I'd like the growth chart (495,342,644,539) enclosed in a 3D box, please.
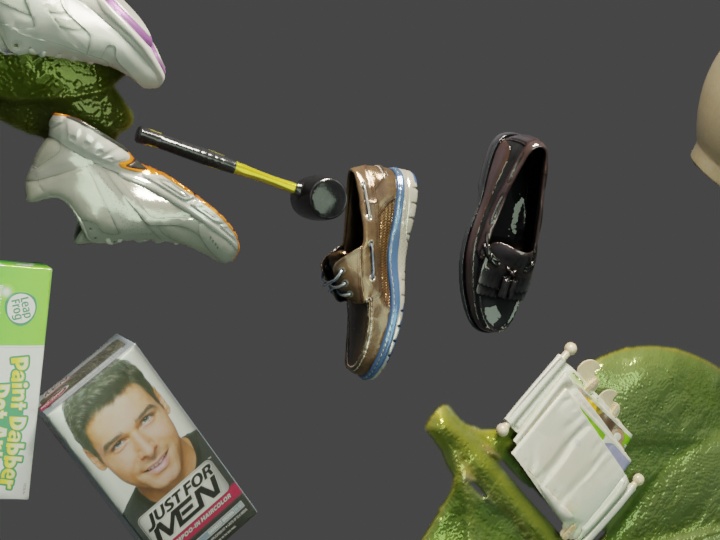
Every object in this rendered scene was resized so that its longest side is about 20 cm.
[{"bbox_3d":[0.227,0.189,1.494,0.144,0.018,0.201,-39,111,-18],"label":"growth chart"}]

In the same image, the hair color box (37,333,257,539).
[{"bbox_3d":[-0.190,0.167,1.259,0.099,0.060,0.201,-39,111,-17],"label":"hair color box"}]

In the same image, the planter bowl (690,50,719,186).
[{"bbox_3d":[0.428,-0.139,1.474,0.199,0.201,0.135,24,113,-27],"label":"planter bowl"}]

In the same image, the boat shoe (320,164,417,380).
[{"bbox_3d":[0.000,0.000,1.334,0.072,0.072,0.203,10,82,-22],"label":"boat shoe"}]

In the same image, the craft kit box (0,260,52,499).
[{"bbox_3d":[-0.364,0.087,1.173,0.196,0.048,0.203,4,95,-30],"label":"craft kit box"}]

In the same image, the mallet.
[{"bbox_3d":[-0.110,-0.091,1.286,0.198,0.066,0.042,19,87,-12],"label":"mallet"}]

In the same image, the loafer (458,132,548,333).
[{"bbox_3d":[0.145,-0.036,1.400,0.071,0.063,0.203,6,93,-27],"label":"loafer"}]

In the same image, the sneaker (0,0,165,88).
[{"bbox_3d":[-0.254,-0.208,1.187,0.199,0.075,0.100,37,98,-25],"label":"sneaker"}]

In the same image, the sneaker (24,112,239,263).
[{"bbox_3d":[-0.200,-0.050,1.229,0.199,0.076,0.093,33,89,-18],"label":"sneaker"}]
